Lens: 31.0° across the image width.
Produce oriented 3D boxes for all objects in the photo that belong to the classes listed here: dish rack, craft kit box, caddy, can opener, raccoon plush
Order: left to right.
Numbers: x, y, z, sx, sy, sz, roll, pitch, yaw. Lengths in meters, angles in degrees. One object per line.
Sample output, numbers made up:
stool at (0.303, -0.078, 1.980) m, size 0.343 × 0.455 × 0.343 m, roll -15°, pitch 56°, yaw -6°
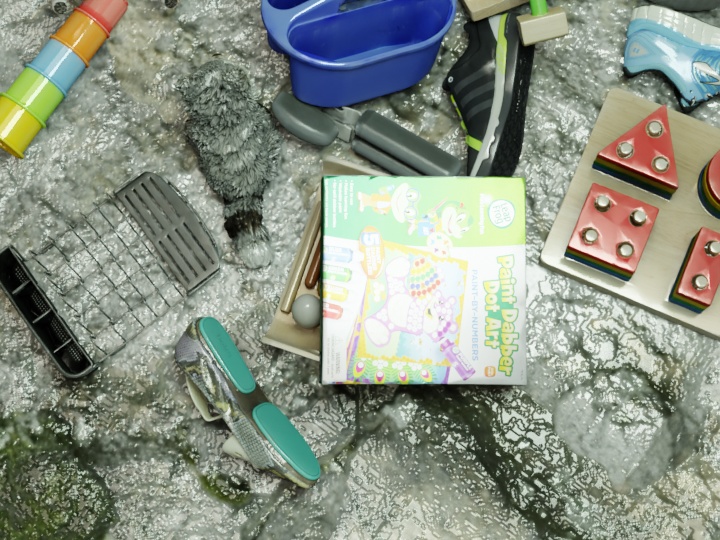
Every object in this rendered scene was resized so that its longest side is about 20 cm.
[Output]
dish rack at (-0.247, -0.004, 1.301) m, size 0.200 × 0.055 × 0.154 m, roll -37°, pitch 80°, yaw -5°
raccoon plush at (-0.116, -0.115, 1.276) m, size 0.096 × 0.134 × 0.201 m, roll -25°, pitch 78°, yaw -4°
caddy at (-0.003, -0.251, 1.289) m, size 0.199 × 0.105 × 0.142 m, roll -19°, pitch 64°, yaw -18°
can opener at (0.005, -0.128, 1.315) m, size 0.199 × 0.053 × 0.067 m, roll 26°, pitch 62°, yaw 6°
craft kit box at (0.059, 0.010, 1.239) m, size 0.196 × 0.049 × 0.201 m, roll 0°, pitch 86°, yaw -7°

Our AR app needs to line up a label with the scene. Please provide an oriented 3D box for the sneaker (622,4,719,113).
sneaker at (0.358, -0.197, 1.317) m, size 0.199 × 0.078 × 0.090 m, roll 22°, pitch 99°, yaw 10°

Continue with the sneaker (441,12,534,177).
sneaker at (0.123, -0.170, 1.323) m, size 0.082 × 0.072 × 0.201 m, roll 6°, pitch 75°, yaw 25°

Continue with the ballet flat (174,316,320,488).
ballet flat at (-0.117, 0.140, 1.267) m, size 0.072 × 0.072 × 0.201 m, roll -35°, pitch 79°, yaw -5°

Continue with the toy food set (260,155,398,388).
toy food set at (0.000, 0.000, 1.286) m, size 0.143 × 0.060 × 0.201 m, roll 18°, pitch 80°, yaw 6°

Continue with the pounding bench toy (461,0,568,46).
pounding bench toy at (0.148, -0.336, 1.263) m, size 0.124 × 0.156 × 0.201 m, roll -20°, pitch 52°, yaw -1°

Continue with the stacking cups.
stacking cups at (-0.316, -0.213, 1.344) m, size 0.060 × 0.061 × 0.201 m, roll 31°, pitch 81°, yaw 8°

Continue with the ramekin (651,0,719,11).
ramekin at (0.343, -0.361, 1.323) m, size 0.199 × 0.105 × 0.201 m, roll -1°, pitch 79°, yaw 3°

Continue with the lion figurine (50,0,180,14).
lion figurine at (-0.235, -0.314, 1.325) m, size 0.199 × 0.073 × 0.123 m, roll 2°, pitch 37°, yaw -12°

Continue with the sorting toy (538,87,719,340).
sorting toy at (0.306, -0.064, 1.281) m, size 0.199 × 0.070 × 0.200 m, roll 23°, pitch 80°, yaw 7°
